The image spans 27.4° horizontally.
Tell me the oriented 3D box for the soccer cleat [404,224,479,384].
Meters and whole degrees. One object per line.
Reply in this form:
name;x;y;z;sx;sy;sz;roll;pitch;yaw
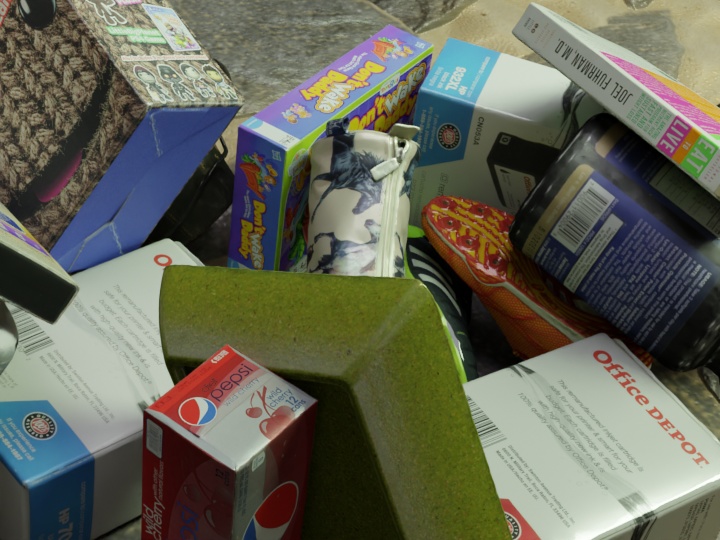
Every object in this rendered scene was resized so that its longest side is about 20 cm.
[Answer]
soccer cleat;0.055;0.029;1.070;0.080;0.068;0.201;7;37;-29

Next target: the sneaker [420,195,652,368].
sneaker;0.114;0.025;1.057;0.200;0.077;0.073;43;46;12

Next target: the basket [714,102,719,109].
basket;0.334;-0.055;1.106;0.199;0.137;0.180;14;24;-44

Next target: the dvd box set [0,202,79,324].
dvd box set;-0.258;-0.051;0.845;0.146;0.030;0.200;36;2;-44

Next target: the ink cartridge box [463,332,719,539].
ink cartridge box;0.116;0.137;0.931;0.198;0.085;0.144;-18;46;-28

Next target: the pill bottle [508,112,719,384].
pill bottle;0.207;-0.005;0.997;0.199;0.112;0.112;39;45;10

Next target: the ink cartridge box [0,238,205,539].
ink cartridge box;-0.164;0.078;0.943;0.198;0.087;0.146;-22;49;-36

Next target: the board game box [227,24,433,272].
board game box;-0.022;-0.086;1.136;0.044;0.136;0.200;27;42;22

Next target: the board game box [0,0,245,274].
board game box;-0.200;-0.124;0.975;0.201;0.160;0.096;51;30;18

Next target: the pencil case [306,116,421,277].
pencil case;0.000;0.000;1.014;0.077;0.089;0.203;10;72;-20

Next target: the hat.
hat;-0.140;-0.066;1.113;0.081;0.200;0.202;40;30;-25

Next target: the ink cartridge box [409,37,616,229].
ink cartridge box;0.138;-0.073;1.144;0.197;0.146;0.084;18;40;10

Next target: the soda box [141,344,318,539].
soda box;-0.074;0.142;0.792;0.063;0.202;0.070;29;43;23

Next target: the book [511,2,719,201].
book;0.207;-0.106;1.001;0.133;0.048;0.200;14;26;-49

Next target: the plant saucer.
plant saucer;-0.024;0.099;0.809;0.198;0.202;0.048;3;32;41

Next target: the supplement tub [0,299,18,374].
supplement tub;-0.294;0.075;0.821;0.122;0.200;0.123;41;7;-6
